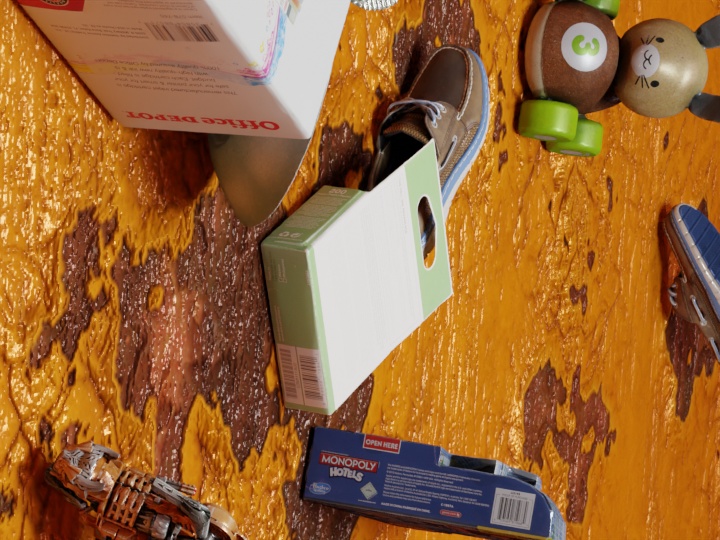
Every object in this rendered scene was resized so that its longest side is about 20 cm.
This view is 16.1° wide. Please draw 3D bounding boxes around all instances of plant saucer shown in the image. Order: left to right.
[{"bbox_3d":[-0.068,-0.131,1.721,0.201,0.038,0.203,-167,-90,-71],"label":"plant saucer"}]

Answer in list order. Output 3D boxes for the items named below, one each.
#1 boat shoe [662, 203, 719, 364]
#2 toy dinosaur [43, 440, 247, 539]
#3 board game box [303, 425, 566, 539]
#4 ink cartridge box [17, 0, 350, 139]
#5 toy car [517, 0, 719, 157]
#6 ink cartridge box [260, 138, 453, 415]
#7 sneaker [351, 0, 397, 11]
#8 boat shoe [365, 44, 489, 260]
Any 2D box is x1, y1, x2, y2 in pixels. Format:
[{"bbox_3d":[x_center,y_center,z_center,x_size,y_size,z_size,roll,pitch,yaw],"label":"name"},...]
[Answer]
[{"bbox_3d":[0.379,0.024,2.804,0.201,0.072,0.072,61,35,-6],"label":"boat shoe"},{"bbox_3d":[-0.121,0.186,1.637,0.200,0.136,0.102,50,52,-1],"label":"toy dinosaur"},{"bbox_3d":[0.069,0.181,2.065,0.200,0.198,0.062,47,53,-78],"label":"board game box"},{"bbox_3d":[-0.109,-0.192,1.576,0.200,0.144,0.146,55,46,-57],"label":"ink cartridge box"},{"bbox_3d":[0.264,-0.192,2.363,0.158,0.199,0.166,18,78,-66],"label":"toy car"},{"bbox_3d":[0.000,0.000,1.971,0.200,0.048,0.146,-44,135,-49],"label":"ink cartridge box"},{"bbox_3d":[-0.048,-0.271,1.801,0.069,0.100,0.200,-39,117,-2],"label":"sneaker"},{"bbox_3d":[0.053,-0.104,2.059,0.072,0.072,0.201,52,48,-56],"label":"boat shoe"}]
